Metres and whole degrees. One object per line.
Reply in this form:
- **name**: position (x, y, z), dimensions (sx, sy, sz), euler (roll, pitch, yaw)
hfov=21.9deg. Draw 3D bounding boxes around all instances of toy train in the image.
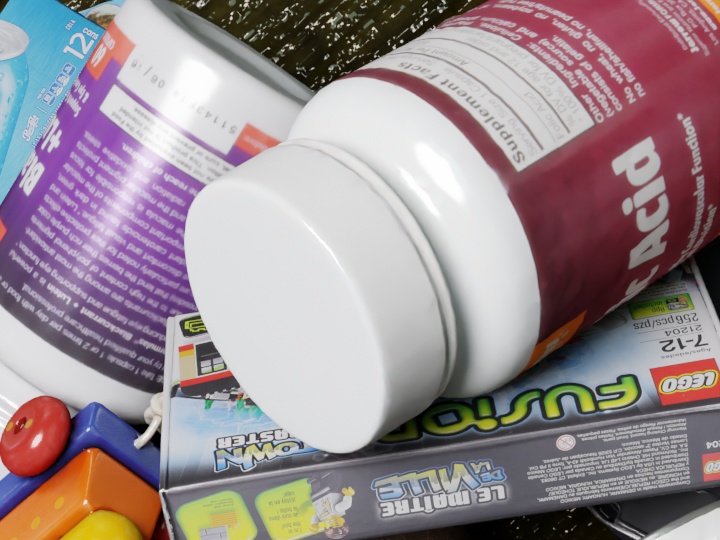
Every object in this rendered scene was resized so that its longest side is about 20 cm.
- **toy train**: position (-0.098, 0.105, 0.717), dimensions (0.200, 0.085, 0.116), euler (-40, 31, 16)

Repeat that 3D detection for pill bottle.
- **pill bottle**: position (-0.101, -0.006, 0.791), dimensions (0.111, 0.111, 0.201), euler (37, 100, 25)
- **pill bottle**: position (0.046, -0.028, 0.631), dimensions (0.199, 0.115, 0.114), euler (-31, 61, -32)

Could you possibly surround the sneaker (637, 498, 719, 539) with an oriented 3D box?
- **sneaker**: position (0.181, 0.103, 0.639), dimensions (0.199, 0.076, 0.092), euler (-31, 74, 15)

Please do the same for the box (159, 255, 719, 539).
- **box**: position (0.030, 0.044, 0.663), dimensions (0.198, 0.035, 0.110), euler (-9, 31, 1)

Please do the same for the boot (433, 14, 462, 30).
- **boot**: position (0.000, 0.000, 0.821), dimensions (0.072, 0.200, 0.167), euler (28, 46, -7)

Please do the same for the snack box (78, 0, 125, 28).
- **snack box**: position (-0.142, -0.023, 0.899), dimensions (0.115, 0.037, 0.201), euler (-17, 69, 12)

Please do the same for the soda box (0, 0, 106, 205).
- **soda box**: position (-0.173, -0.025, 0.852), dimensions (0.064, 0.068, 0.201), euler (30, 86, 26)

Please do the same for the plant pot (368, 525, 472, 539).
- **plant pot**: position (-0.020, 0.178, 0.735), dimensions (0.186, 0.187, 0.201), euler (3, 59, 19)

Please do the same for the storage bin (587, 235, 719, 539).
- **storage bin**: position (0.200, 0.081, 0.723), dimensions (0.199, 0.094, 0.136), euler (26, 83, 23)
